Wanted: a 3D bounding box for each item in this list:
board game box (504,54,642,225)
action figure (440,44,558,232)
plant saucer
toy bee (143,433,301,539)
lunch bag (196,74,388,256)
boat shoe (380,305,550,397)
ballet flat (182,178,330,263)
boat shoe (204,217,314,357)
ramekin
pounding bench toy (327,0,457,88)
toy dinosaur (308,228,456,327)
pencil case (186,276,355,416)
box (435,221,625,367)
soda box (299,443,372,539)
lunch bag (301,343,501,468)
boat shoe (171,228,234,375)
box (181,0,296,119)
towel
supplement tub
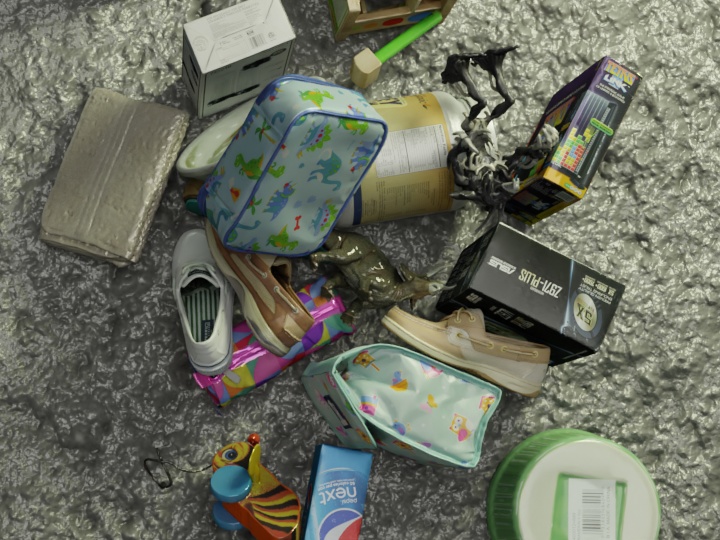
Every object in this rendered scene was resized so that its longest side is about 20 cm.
[{"bbox_3d":[0.243,-0.149,1.749,0.057,0.200,0.166,28,78,-6],"label":"board game box"},{"bbox_3d":[0.148,-0.146,1.647,0.119,0.102,0.201,-12,96,-34],"label":"action figure"},{"bbox_3d":[-0.116,-0.151,1.711,0.200,0.200,0.050,-35,110,-12],"label":"plant saucer"},{"bbox_3d":[-0.132,0.234,1.688,0.200,0.131,0.109,41,54,10],"label":"toy bee"},{"bbox_3d":[-0.070,-0.109,1.599,0.160,0.200,0.083,3,39,-44],"label":"lunch bag"},{"bbox_3d":[0.122,0.075,1.671,0.199,0.074,0.069,23,95,-12],"label":"boat shoe"},{"bbox_3d":[-0.110,-0.073,1.757,0.199,0.069,0.063,22,65,-6],"label":"ballet flat"},{"bbox_3d":[-0.111,0.003,1.678,0.072,0.076,0.200,-35,67,11],"label":"boat shoe"},{"bbox_3d":[0.255,0.285,1.741,0.199,0.098,0.201,1,82,-8],"label":"ramekin"},{"bbox_3d":[0.048,-0.329,1.785,0.155,0.124,0.201,-10,84,-10],"label":"pounding bench toy"},{"bbox_3d":[0.000,0.000,1.709,0.200,0.077,0.102,33,41,21],"label":"toy dinosaur"},{"bbox_3d":[-0.105,0.085,1.724,0.200,0.088,0.089,-31,87,-13],"label":"pencil case"},{"bbox_3d":[0.192,0.032,1.716,0.163,0.200,0.086,27,79,-4],"label":"box"},{"bbox_3d":[-0.036,0.305,1.710,0.064,0.068,0.201,11,80,-7],"label":"soda box"},{"bbox_3d":[0.036,0.151,1.689,0.199,0.170,0.122,21,79,-10],"label":"lunch bag"},{"bbox_3d":[-0.176,0.021,1.689,0.073,0.067,0.200,-14,54,-4],"label":"boat shoe"},{"bbox_3d":[-0.144,-0.245,1.706,0.116,0.200,0.060,-23,84,-9],"label":"box"},{"bbox_3d":[-0.287,-0.109,1.726,0.132,0.034,0.201,16,78,18],"label":"towel"},{"bbox_3d":[0.051,-0.133,1.747,0.199,0.144,0.145,-10,83,-10],"label":"supplement tub"}]
